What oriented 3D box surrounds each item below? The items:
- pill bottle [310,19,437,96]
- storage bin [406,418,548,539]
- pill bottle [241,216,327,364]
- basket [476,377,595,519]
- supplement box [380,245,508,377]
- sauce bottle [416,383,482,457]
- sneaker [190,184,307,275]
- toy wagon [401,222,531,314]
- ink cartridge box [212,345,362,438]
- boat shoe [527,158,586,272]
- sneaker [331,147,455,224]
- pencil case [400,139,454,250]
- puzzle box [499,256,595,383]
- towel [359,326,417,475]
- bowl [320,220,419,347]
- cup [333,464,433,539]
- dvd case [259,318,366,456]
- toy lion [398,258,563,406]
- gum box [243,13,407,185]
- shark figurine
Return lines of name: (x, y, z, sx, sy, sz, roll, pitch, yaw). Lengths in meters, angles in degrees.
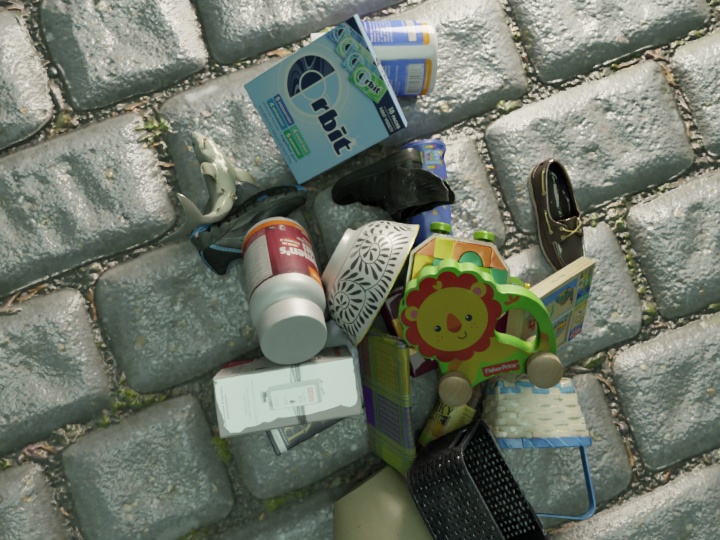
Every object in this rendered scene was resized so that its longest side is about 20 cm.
pill bottle: (0.019, -0.336, 0.879, 0.194, 0.112, 0.116, -3, 87, -4)
storage bin: (0.160, 0.325, 0.739, 0.093, 0.135, 0.204, -31, 84, 25)
pill bottle: (-0.108, 0.025, 0.783, 0.106, 0.112, 0.202, -10, 43, -11)
basket: (0.266, 0.270, 0.844, 0.171, 0.140, 0.206, 3, 70, -3)
supplement box: (0.139, 0.062, 0.870, 0.196, 0.103, 0.134, -25, 89, -5)
sauce bottle: (0.154, 0.215, 0.883, 0.064, 0.065, 0.204, 27, 83, -3)
sneaker: (-0.167, -0.070, 0.879, 0.196, 0.073, 0.083, -28, 112, -5)
toy wagon: (0.161, 0.020, 0.803, 0.194, 0.040, 0.160, 10, 85, -3)
ink cartridge box: (-0.103, 0.170, 0.805, 0.194, 0.146, 0.085, -8, 90, -6)
boat shoe: (0.334, -0.084, 0.916, 0.070, 0.060, 0.206, -15, 88, -6)
sneaker: (0.044, -0.114, 0.847, 0.196, 0.060, 0.107, -22, 73, 28)
pencil case: (0.111, -0.104, 0.890, 0.076, 0.087, 0.206, -7, 86, 20)
puzzle box: (0.288, 0.074, 0.843, 0.197, 0.025, 0.136, -24, 127, -34)
towel: (0.042, 0.190, 0.821, 0.022, 0.143, 0.206, -8, 96, -26)
bowl: (0.000, 0.000, 0.813, 0.093, 0.201, 0.204, 28, 85, -2)
cup: (0.036, 0.380, 0.810, 0.198, 0.201, 0.145, -32, 75, -6)
dvd case: (-0.079, 0.182, 0.888, 0.196, 0.016, 0.152, -27, 89, -5)
toy lion: (0.154, 0.074, 0.740, 0.195, 0.069, 0.196, -14, 109, 13)
gum box: (-0.051, -0.252, 0.835, 0.196, 0.045, 0.172, -23, 111, 19)
shark figurine: (-0.233, -0.106, 0.852, 0.127, 0.218, 0.089, 31, 126, -30)
